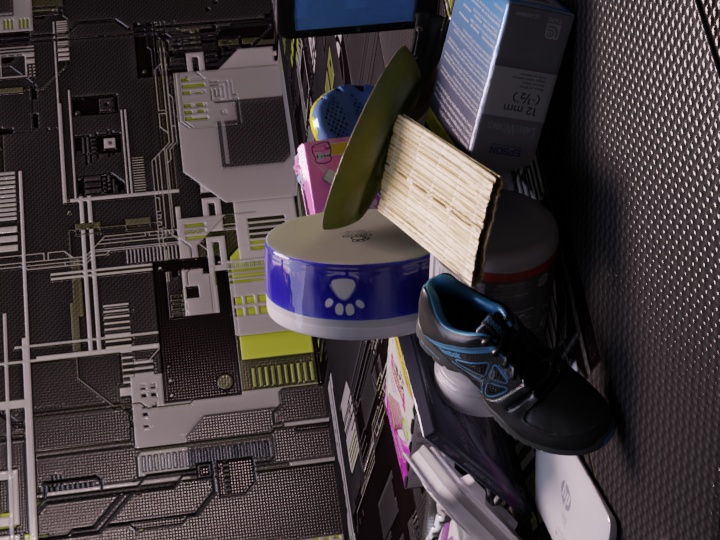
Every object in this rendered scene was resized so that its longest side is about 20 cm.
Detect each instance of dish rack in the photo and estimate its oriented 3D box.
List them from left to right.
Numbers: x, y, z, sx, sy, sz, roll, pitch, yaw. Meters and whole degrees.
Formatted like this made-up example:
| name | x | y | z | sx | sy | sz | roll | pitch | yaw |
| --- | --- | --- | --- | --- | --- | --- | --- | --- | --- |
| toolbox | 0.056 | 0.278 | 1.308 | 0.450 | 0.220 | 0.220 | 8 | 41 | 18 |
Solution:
| name | x | y | z | sx | sy | sz | roll | pitch | yaw |
| --- | --- | --- | --- | --- | --- | --- | --- | --- | --- |
| dish rack | 0.127 | 0.256 | 1.296 | 0.172 | 0.044 | 0.200 | 45 | 178 | -10 |

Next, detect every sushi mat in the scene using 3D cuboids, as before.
| name | x | y | z | sx | sy | sz | roll | pitch | yaw |
| --- | --- | --- | --- | --- | --- | --- | --- | --- | --- |
| sushi mat | 0.065 | -0.066 | 1.071 | 0.200 | 0.012 | 0.096 | -136 | 53 | -58 |

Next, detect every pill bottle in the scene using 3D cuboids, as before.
| name | x | y | z | sx | sy | sz | roll | pitch | yaw |
| --- | --- | --- | --- | --- | --- | --- | --- | --- | --- |
| pill bottle | 0.119 | 0.034 | 1.151 | 0.116 | 0.115 | 0.201 | -105 | 12 | -49 |

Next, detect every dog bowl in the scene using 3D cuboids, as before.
| name | x | y | z | sx | sy | sz | roll | pitch | yaw |
| --- | --- | --- | --- | --- | --- | --- | --- | --- | --- |
| dog bowl | 0.000 | 0.000 | 1.272 | 0.200 | 0.199 | 0.079 | -118 | 24 | -70 |

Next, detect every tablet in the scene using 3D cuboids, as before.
| name | x | y | z | sx | sy | sz | roll | pitch | yaw |
| --- | --- | --- | --- | --- | --- | --- | --- | --- | --- |
| tablet | 0.194 | 0.224 | 1.130 | 0.200 | 0.014 | 0.131 | -112 | 18 | -62 |

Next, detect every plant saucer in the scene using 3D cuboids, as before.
| name | x | y | z | sx | sy | sz | roll | pitch | yaw |
| --- | --- | --- | --- | --- | --- | --- | --- | --- | --- |
| plant saucer | 0.017 | -0.126 | 1.230 | 0.200 | 0.031 | 0.201 | 24 | -90 | -85 |

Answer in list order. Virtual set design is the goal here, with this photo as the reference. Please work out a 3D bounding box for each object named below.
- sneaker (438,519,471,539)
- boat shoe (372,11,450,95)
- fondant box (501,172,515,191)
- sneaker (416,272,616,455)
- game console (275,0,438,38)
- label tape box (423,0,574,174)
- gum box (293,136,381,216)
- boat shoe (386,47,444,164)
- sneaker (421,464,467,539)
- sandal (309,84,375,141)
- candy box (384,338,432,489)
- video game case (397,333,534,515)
| name | x | y | z | sx | sy | sz | roll | pitch | yaw |
| --- | --- | --- | --- | --- | --- | --- | --- | --- | --- |
| sneaker | 0.130 | 0.326 | 1.354 | 0.200 | 0.099 | 0.075 | 69 | -142 | -71 |
| boat shoe | 0.048 | -0.195 | 1.355 | 0.075 | 0.066 | 0.200 | -17 | -49 | -88 |
| fondant box | 0.116 | -0.089 | 1.297 | 0.144 | 0.058 | 0.201 | 110 | 154 | -72 |
| sneaker | 0.122 | 0.078 | 1.012 | 0.200 | 0.073 | 0.082 | 34 | 158 | 24 |
| game console | 0.006 | -0.318 | 1.404 | 0.172 | 0.199 | 0.119 | -118 | 22 | -68 |
| label tape box | 0.114 | -0.156 | 1.090 | 0.143 | 0.066 | 0.201 | -112 | 30 | -61 |
| gum box | 0.026 | -0.095 | 1.412 | 0.066 | 0.199 | 0.114 | 119 | 142 | -76 |
| boat shoe | 0.102 | -0.175 | 1.204 | 0.203 | 0.075 | 0.075 | -63 | 2 | 11 |
| sneaker | 0.113 | 0.303 | 1.602 | 0.091 | 0.066 | 0.201 | -103 | 14 | -57 |
| sandal | 0.030 | -0.194 | 1.456 | 0.087 | 0.199 | 0.080 | -12 | 96 | 58 |
| candy box | 0.072 | 0.151 | 1.460 | 0.200 | 0.061 | 0.137 | 93 | 167 | -51 |
| video game case | 0.108 | 0.154 | 1.265 | 0.200 | 0.019 | 0.143 | 43 | -156 | -42 |
